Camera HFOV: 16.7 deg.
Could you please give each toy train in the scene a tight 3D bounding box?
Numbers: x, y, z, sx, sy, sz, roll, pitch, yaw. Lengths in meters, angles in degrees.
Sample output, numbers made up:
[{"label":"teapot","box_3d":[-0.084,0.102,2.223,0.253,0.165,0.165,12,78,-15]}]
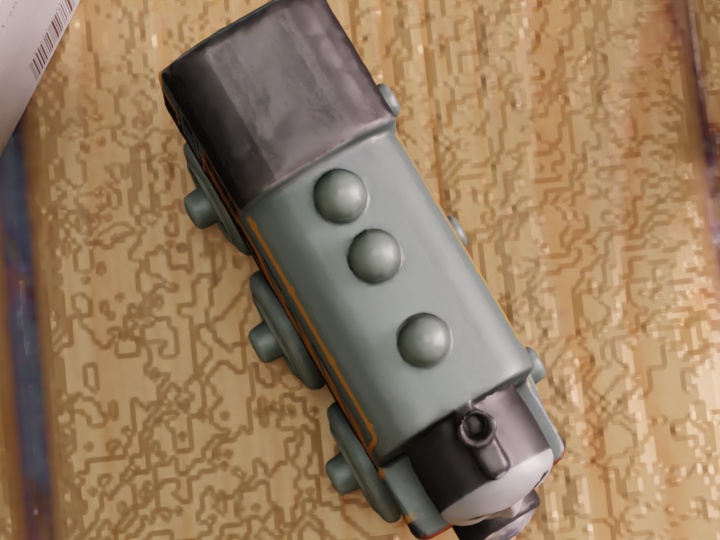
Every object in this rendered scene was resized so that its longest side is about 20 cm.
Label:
[{"label":"toy train","box_3d":[0.000,0.000,0.809,0.085,0.114,0.201,-28,82,-5]}]

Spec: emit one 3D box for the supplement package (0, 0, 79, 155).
[{"label":"supplement package","box_3d":[-0.196,-0.131,0.830,0.199,0.110,0.114,26,82,3]}]
